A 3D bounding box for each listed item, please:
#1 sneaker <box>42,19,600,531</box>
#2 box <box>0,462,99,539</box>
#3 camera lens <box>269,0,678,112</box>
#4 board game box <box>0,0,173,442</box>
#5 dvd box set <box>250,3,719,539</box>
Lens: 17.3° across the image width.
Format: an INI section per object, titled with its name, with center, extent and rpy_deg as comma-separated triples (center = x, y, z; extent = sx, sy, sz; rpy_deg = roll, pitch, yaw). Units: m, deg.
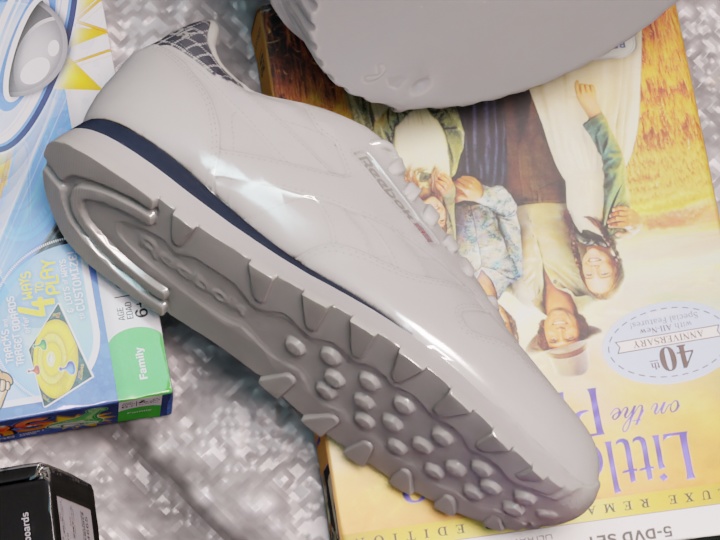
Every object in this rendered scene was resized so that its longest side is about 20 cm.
[sneaker]
center = 0.000, 0.000, 0.732
extent = 0.200, 0.076, 0.081
rpy_deg = 39, 56, 3
[box]
center = -0.148, 0.168, 0.688
extent = 0.160, 0.044, 0.200
rpy_deg = -10, 75, 10
[camera lens]
center = 0.016, -0.173, 0.750
extent = 0.160, 0.160, 0.200
rpy_deg = -18, 62, -11
[board game box]
center = -0.144, -0.040, 0.777
extent = 0.135, 0.034, 0.200
rpy_deg = -10, 75, -9
[dvd box set]
center = 0.049, 0.001, 0.787
extent = 0.146, 0.029, 0.200
rpy_deg = -6, 74, -8
